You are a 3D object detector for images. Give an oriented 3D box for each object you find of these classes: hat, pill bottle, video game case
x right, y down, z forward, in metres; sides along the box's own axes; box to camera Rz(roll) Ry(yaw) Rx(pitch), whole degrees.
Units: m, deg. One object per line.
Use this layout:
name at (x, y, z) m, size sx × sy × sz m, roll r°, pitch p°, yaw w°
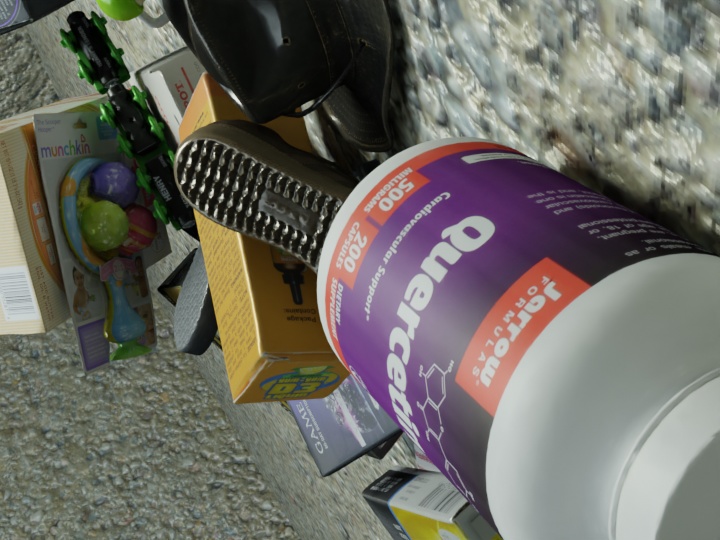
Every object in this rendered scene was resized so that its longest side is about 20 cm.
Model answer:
hat at (-0.057, -0.138, 0.610) m, size 0.201 × 0.081 × 0.201 m, roll 58°, pitch 167°, yaw 22°
pill bottle at (0.069, 0.031, 0.395) m, size 0.200 × 0.112 × 0.113 m, roll 41°, pitch 156°, yaw 58°
video game case at (-0.008, 0.039, 0.740) m, size 0.143 × 0.019 × 0.200 m, roll 64°, pitch 146°, yaw 11°

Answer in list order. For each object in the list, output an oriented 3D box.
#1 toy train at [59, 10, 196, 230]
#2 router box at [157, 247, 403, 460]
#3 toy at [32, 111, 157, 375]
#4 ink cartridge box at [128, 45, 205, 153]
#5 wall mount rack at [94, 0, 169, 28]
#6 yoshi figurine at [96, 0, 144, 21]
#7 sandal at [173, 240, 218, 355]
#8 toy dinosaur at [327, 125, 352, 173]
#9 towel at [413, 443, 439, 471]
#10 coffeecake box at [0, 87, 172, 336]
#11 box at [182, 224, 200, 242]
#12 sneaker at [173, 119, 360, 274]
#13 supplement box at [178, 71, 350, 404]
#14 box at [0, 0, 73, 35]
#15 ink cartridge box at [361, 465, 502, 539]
toy train at (-0.180, -0.118, 0.931) m, size 0.201 × 0.042 × 0.056 m, roll 60°, pitch 178°, yaw 8°
router box at (-0.063, 0.062, 0.934) m, size 0.200 × 0.052 × 0.157 m, roll 44°, pitch 165°, yaw -12°
toy at (-0.192, -0.028, 0.924) m, size 0.115 × 0.047 × 0.201 m, roll -24°, pitch -72°, yaw -69°
ink cartridge box at (-0.128, -0.124, 0.955) m, size 0.117 × 0.067 × 0.200 m, roll 65°, pitch 169°, yaw -15°
wall mount rack at (-0.190, -0.252, 0.793) m, size 0.174 × 0.075 × 0.200 m, roll 43°, pitch -173°, yaw -29°
yoshi figurine at (-0.122, -0.242, 0.666) m, size 0.112 × 0.112 × 0.201 m, roll 22°, pitch 133°, yaw 26°
sandal at (-0.078, -0.031, 0.793) m, size 0.043 × 0.201 × 0.076 m, roll 26°, pitch 146°, yaw -16°
toy dinosaur at (0.000, 0.000, 0.777) m, size 0.101 × 0.058 × 0.201 m, roll 2°, pitch 107°, yaw 55°
towel at (0.072, 0.152, 0.830) m, size 0.146 × 0.030 × 0.200 m, roll 52°, pitch 164°, yaw 39°
coffeecake box at (-0.247, -0.053, 0.955) m, size 0.200 × 0.073 × 0.154 m, roll -44°, pitch -54°, yaw -63°
box at (-0.112, -0.024, 1.039) m, size 0.121 × 0.032 × 0.200 m, roll 35°, pitch 177°, yaw -29°
sneaker at (-0.004, -0.026, 0.641) m, size 0.200 × 0.071 × 0.076 m, roll 35°, pitch -152°, yaw 5°
supplement box at (-0.059, -0.022, 0.707) m, size 0.069 × 0.066 × 0.201 m, roll -53°, pitch 44°, yaw 48°
box at (-0.272, -0.263, 0.919) m, size 0.123 × 0.106 × 0.200 m, roll 67°, pitch -153°, yaw -20°
ink cartridge box at (0.095, 0.218, 0.751) m, size 0.200 × 0.047 × 0.198 m, roll 56°, pitch 163°, yaw -3°
